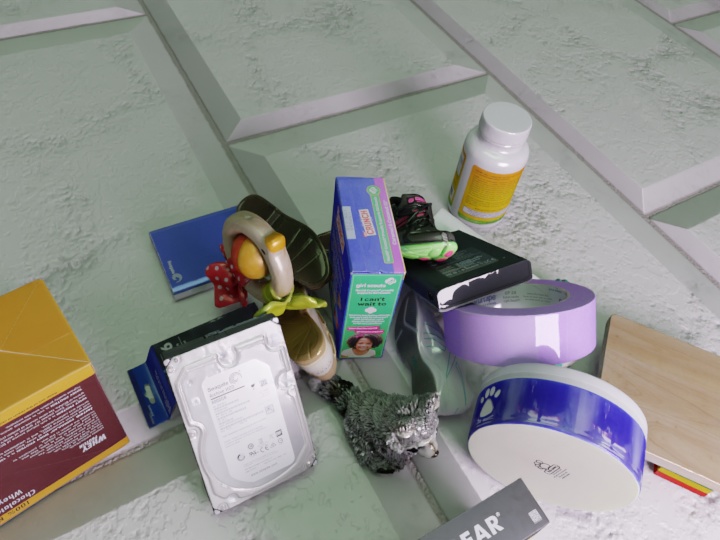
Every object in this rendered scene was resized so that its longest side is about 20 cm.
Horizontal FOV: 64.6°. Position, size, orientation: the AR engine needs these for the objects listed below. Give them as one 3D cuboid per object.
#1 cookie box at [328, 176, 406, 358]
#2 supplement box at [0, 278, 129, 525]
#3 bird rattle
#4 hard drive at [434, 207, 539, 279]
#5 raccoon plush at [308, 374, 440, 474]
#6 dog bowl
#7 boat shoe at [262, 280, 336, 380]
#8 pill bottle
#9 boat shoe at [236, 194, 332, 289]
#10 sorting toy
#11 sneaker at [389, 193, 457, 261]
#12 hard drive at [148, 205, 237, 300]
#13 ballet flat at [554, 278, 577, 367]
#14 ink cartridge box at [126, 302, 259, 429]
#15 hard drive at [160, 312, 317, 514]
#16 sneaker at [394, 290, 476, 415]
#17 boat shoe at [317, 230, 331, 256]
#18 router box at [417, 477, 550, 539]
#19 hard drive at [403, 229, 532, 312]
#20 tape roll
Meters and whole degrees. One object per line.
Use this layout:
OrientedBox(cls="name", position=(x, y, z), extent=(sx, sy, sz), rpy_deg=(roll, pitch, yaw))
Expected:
OrientedBox(cls="cookie box", position=(0.000, 0.000, 0.806), extent=(0.074, 0.202, 0.173), rpy_deg=(-2, 52, -9))
OrientedBox(cls="supplement box", position=(-0.394, 0.158, 0.630), extent=(0.196, 0.202, 0.133), rpy_deg=(-31, 61, -28))
OrientedBox(cls="bird rattle", position=(-0.136, -0.006, 0.767), extent=(0.111, 0.165, 0.199), rpy_deg=(-24, 42, -29))
OrientedBox(cls="hard drive", position=(0.171, 0.003, 0.915), extent=(0.199, 0.027, 0.132), rpy_deg=(38, 66, 13))
OrientedBox(cls="raccoon plush", position=(0.011, 0.173, 0.713), extent=(0.197, 0.135, 0.097), rpy_deg=(25, 54, 12))
OrientedBox(cls="dog bowl", position=(0.231, 0.202, 0.679), extent=(0.197, 0.202, 0.079), rpy_deg=(21, 54, 9))
OrientedBox(cls="boat shoe", position=(-0.086, 0.084, 0.812), extent=(0.073, 0.070, 0.201), rpy_deg=(-32, 36, -1))
OrientedBox(cls="pill bottle", position=(0.223, -0.180, 0.976), extent=(0.109, 0.202, 0.113), rpy_deg=(4, 51, -4))
OrientedBox(cls="boat shoe", position=(-0.108, -0.040, 0.870), extent=(0.072, 0.068, 0.200), rpy_deg=(-41, 64, -7))
OrientedBox(cls="sorting toy", position=(0.421, 0.191, 0.796), extent=(0.197, 0.070, 0.200), rpy_deg=(22, 52, 11))
OrientedBox(cls="sneaker", position=(0.073, -0.066, 0.812), extent=(0.075, 0.085, 0.200), rpy_deg=(5, 13, -24))
OrientedBox(cls="hard drive", position=(-0.224, -0.040, 0.920), extent=(0.197, 0.026, 0.133), rpy_deg=(-21, 58, -22))
OrientedBox(cls="ballet flat", position=(0.302, 0.100, 0.858), extent=(0.070, 0.068, 0.201), rpy_deg=(31, 55, -1))
OrientedBox(cls="ink cartridge box", position=(-0.213, 0.126, 0.784), extent=(0.198, 0.040, 0.100), rpy_deg=(-25, 60, -24))
OrientedBox(cls="hard drive", position=(-0.138, 0.167, 0.673), extent=(0.138, 0.204, 0.038), rpy_deg=(-19, 16, -22))
OrientedBox(cls="sneaker", position=(0.104, 0.119, 0.822), extent=(0.079, 0.071, 0.203), rpy_deg=(8, 48, -26))
OrientedBox(cls="boat shoe", position=(0.012, -0.061, 0.937), extent=(0.196, 0.073, 0.073), rpy_deg=(-6, 53, -13))
OrientedBox(cls="router box", position=(0.086, 0.312, 0.601), extent=(0.197, 0.159, 0.053), rpy_deg=(-21, 56, -21))
OrientedBox(cls="hard drive", position=(0.129, -0.007, 0.810), extent=(0.137, 0.033, 0.200), rpy_deg=(-18, 20, -12))
OrientedBox(cls="tape roll", position=(0.209, 0.064, 0.762), extent=(0.196, 0.067, 0.200), rpy_deg=(-4, 11, 1))
